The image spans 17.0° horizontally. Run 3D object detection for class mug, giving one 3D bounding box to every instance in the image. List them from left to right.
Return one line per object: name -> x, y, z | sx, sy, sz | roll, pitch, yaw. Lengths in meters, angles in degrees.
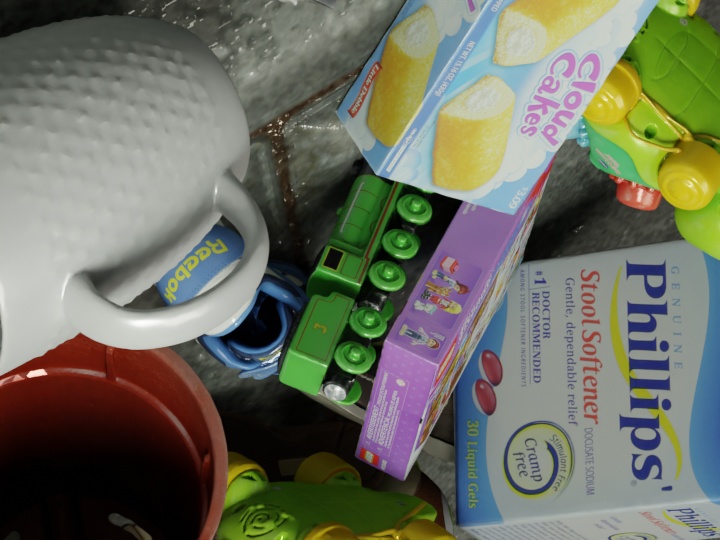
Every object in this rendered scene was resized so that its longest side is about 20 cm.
mug -> -0.132, -0.034, 1.189 | 0.175, 0.200, 0.148 | -30, 143, -30

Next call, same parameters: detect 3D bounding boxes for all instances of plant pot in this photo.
plant pot -> -0.174, 0.157, 1.409 | 0.200, 0.201, 0.196 | -31, 157, -17

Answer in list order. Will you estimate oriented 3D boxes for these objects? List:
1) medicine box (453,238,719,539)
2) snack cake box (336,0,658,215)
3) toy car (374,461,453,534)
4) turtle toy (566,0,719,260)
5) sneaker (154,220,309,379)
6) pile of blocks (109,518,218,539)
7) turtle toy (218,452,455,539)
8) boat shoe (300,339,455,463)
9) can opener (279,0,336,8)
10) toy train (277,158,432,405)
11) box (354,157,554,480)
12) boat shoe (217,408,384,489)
medicine box -> 0.171, 0.087, 1.624 | 0.198, 0.184, 0.103 | -9, 159, 25
snack cake box -> 0.089, -0.139, 1.412 | 0.114, 0.067, 0.201 | 14, 119, -37
toy car -> 0.043, 0.246, 1.687 | 0.158, 0.200, 0.164 | -46, -172, 9
turtle toy -> 0.198, -0.090, 1.522 | 0.101, 0.200, 0.146 | -33, -165, 50
sneaker -> -0.062, 0.032, 1.466 | 0.074, 0.082, 0.200 | -47, 150, 5
pile of blocks -> -0.130, 0.213, 1.637 | 0.199, 0.062, 0.082 | 4, 128, -50
turtle toy -> -0.010, 0.185, 1.505 | 0.199, 0.145, 0.102 | 5, 107, -39
boat shoe -> 0.020, 0.079, 1.635 | 0.200, 0.072, 0.060 | 27, 91, -52
can opener -> -0.067, -0.182, 1.237 | 0.200, 0.053, 0.067 | 22, 80, -56
toy train -> 0.000, 0.000, 1.431 | 0.042, 0.056, 0.201 | 109, 2, -45
box -> 0.062, 0.016, 1.523 | 0.201, 0.039, 0.137 | -60, 170, -35
boat shoe -> -0.080, 0.138, 1.591 | 0.201, 0.075, 0.075 | 9, 153, -38
